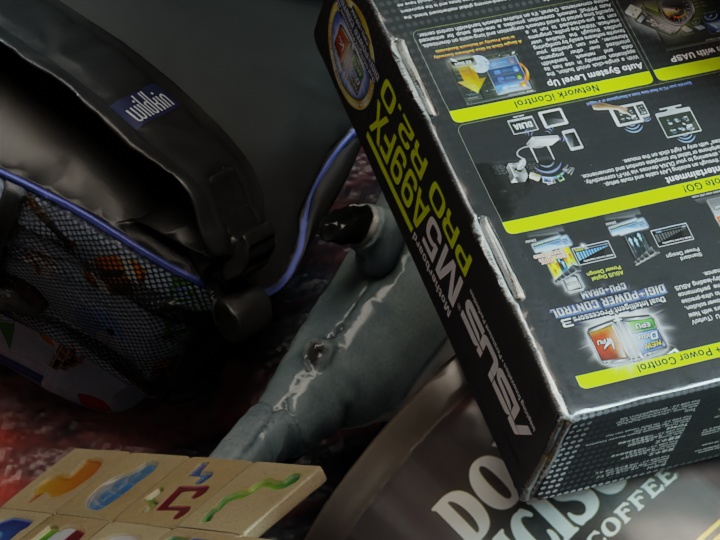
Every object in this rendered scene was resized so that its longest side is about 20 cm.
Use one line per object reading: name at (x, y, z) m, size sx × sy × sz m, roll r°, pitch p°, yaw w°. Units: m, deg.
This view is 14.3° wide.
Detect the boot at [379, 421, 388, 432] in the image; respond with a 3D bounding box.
boot at (0.093, 0.069, 0.954) m, size 0.199 × 0.070 × 0.132 m, roll 3°, pitch 48°, yaw 17°

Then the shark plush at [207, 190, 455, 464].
shark plush at (0.000, 0.000, 0.937) m, size 0.200 × 0.083 × 0.091 m, roll -39°, pitch 50°, yaw -20°

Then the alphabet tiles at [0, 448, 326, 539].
alphabet tiles at (-0.105, 0.102, 0.813) m, size 0.166 × 0.006 × 0.200 m, roll -39°, pitch 22°, yaw -31°

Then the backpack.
backpack at (-0.101, -0.061, 0.991) m, size 0.190 × 0.154 × 0.200 m, roll 33°, pitch 43°, yaw -7°

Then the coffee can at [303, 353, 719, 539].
coffee can at (0.099, 0.113, 0.818) m, size 0.146 × 0.146 × 0.200 m, roll -36°, pitch 70°, yaw -30°

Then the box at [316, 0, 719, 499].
box at (0.108, -0.034, 0.795) m, size 0.200 × 0.044 × 0.160 m, roll -13°, pitch 61°, yaw -21°
